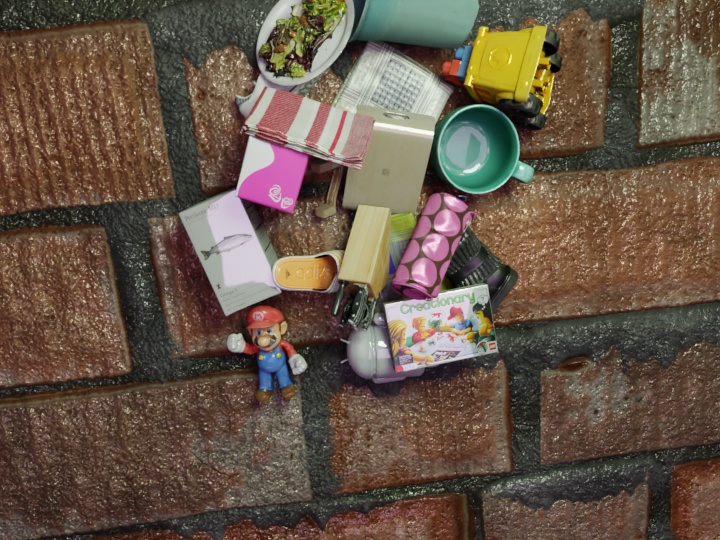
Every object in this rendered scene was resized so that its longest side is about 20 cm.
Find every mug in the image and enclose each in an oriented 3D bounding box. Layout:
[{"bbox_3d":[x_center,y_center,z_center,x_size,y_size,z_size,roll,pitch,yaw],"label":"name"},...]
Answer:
[{"bbox_3d":[0.211,-0.211,1.061,0.151,0.115,0.186,-34,104,3],"label":"mug"}]

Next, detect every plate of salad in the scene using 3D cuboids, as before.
[{"bbox_3d":[-0.102,-0.410,0.971,0.197,0.048,0.204,-8,73,25],"label":"plate of salad"}]

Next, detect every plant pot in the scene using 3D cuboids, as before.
[{"bbox_3d":[0.090,-0.469,0.962,0.192,0.200,0.204,7,102,-14],"label":"plant pot"}]

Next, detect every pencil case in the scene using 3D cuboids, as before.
[{"bbox_3d":[0.131,-0.039,1.027,0.092,0.091,0.202,26,75,0],"label":"pencil case"}]

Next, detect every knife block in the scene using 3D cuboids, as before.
[{"bbox_3d":[0.000,0.000,1.028,0.063,0.176,0.204,8,111,17],"label":"knife block"}]

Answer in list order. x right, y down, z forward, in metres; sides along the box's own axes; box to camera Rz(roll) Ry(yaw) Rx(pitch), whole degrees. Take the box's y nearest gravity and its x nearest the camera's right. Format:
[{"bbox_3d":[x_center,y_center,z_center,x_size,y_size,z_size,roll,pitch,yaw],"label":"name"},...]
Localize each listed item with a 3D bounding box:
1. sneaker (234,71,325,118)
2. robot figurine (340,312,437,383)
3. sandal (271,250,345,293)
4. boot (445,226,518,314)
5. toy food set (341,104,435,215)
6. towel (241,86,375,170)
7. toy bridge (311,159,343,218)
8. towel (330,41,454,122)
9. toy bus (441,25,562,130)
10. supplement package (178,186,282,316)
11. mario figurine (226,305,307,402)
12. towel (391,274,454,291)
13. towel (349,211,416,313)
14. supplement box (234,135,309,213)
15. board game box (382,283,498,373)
[{"bbox_3d":[-0.135,-0.341,1.027,0.199,0.076,0.081,-40,92,3],"label":"sneaker"},{"bbox_3d":[0.058,0.153,1.128,0.196,0.114,0.172,-3,119,-4],"label":"robot figurine"},{"bbox_3d":[-0.069,0.008,1.060,0.205,0.059,0.081,-7,98,-45],"label":"sandal"},{"bbox_3d":[0.189,0.035,1.116,0.157,0.079,0.213,33,96,-18],"label":"boot"},{"bbox_3d":[0.047,-0.195,1.058,0.141,0.061,0.203,8,125,-4],"label":"toy food set"},{"bbox_3d":[-0.078,-0.237,0.927,0.196,0.145,0.023,16,134,-3],"label":"towel"},{"bbox_3d":[-0.060,-0.198,1.066,0.067,0.027,0.203,-30,127,-43],"label":"toy bridge"},{"bbox_3d":[0.049,-0.300,1.068,0.190,0.035,0.202,29,99,-11],"label":"towel"},{"bbox_3d":[0.249,-0.344,1.024,0.189,0.199,0.138,15,94,24],"label":"toy bus"},{"bbox_3d":[-0.231,-0.041,1.058,0.115,0.117,0.203,-22,103,2],"label":"supplement package"},{"bbox_3d":[-0.181,0.166,1.112,0.122,0.105,0.204,-23,115,-35],"label":"mario figurine"},{"bbox_3d":[0.159,0.032,1.162,0.196,0.018,0.088,-7,108,-4],"label":"towel"},{"bbox_3d":[0.064,-0.005,1.114,0.141,0.023,0.204,-9,105,23],"label":"towel"},{"bbox_3d":[-0.147,-0.174,0.993,0.099,0.200,0.105,16,101,-8],"label":"supplement box"},{"bbox_3d":[0.147,0.105,1.059,0.196,0.035,0.129,-11,94,-4],"label":"board game box"}]
